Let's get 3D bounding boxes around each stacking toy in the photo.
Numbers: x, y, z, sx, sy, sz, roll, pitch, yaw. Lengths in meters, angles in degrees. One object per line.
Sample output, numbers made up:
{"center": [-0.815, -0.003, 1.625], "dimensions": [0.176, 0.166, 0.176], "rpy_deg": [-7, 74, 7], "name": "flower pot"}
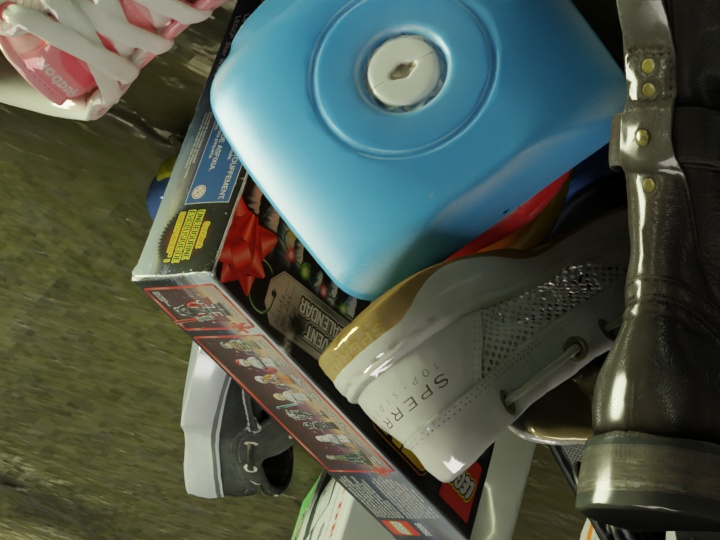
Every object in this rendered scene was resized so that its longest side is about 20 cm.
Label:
{"center": [0.035, -0.029, 0.711], "dimensions": [0.116, 0.110, 0.200], "rpy_deg": [-36, 155, -1], "name": "stacking toy"}

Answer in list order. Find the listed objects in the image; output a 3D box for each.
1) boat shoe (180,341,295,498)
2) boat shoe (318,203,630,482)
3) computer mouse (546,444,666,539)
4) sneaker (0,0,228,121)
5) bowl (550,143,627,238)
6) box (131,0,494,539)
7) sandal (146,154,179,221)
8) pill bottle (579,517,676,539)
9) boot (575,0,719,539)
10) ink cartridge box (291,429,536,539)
{"center": [-0.053, 0.067, 0.983], "dimensions": [0.066, 0.070, 0.200], "rpy_deg": [8, 150, -1], "name": "boat shoe"}
{"center": [0.068, 0.028, 0.662], "dimensions": [0.071, 0.200, 0.069], "rpy_deg": [-45, 72, 37], "name": "boat shoe"}
{"center": [0.109, 0.089, 0.751], "dimensions": [0.046, 0.200, 0.141], "rpy_deg": [-29, 109, 2], "name": "computer mouse"}
{"center": [-0.063, -0.104, 0.669], "dimensions": [0.199, 0.105, 0.075], "rpy_deg": [-8, 141, 32], "name": "sneaker"}
{"center": [0.161, -0.005, 0.790], "dimensions": [0.199, 0.040, 0.201], "rpy_deg": [11, 149, 7], "name": "bowl"}
{"center": [0.000, 0.000, 0.776], "dimensions": [0.040, 0.137, 0.200], "rpy_deg": [-3, 146, 33], "name": "box"}
{"center": [-0.022, 0.021, 0.874], "dimensions": [0.079, 0.087, 0.200], "rpy_deg": [-11, 139, 40], "name": "sandal"}
{"center": [0.176, 0.100, 0.804], "dimensions": [0.114, 0.115, 0.200], "rpy_deg": [21, 150, -9], "name": "pill bottle"}
{"center": [0.126, -0.001, 0.627], "dimensions": [0.069, 0.175, 0.200], "rpy_deg": [-1, 167, 28], "name": "boot"}
{"center": [0.012, 0.155, 1.018], "dimensions": [0.084, 0.147, 0.200], "rpy_deg": [20, 149, -5], "name": "ink cartridge box"}
